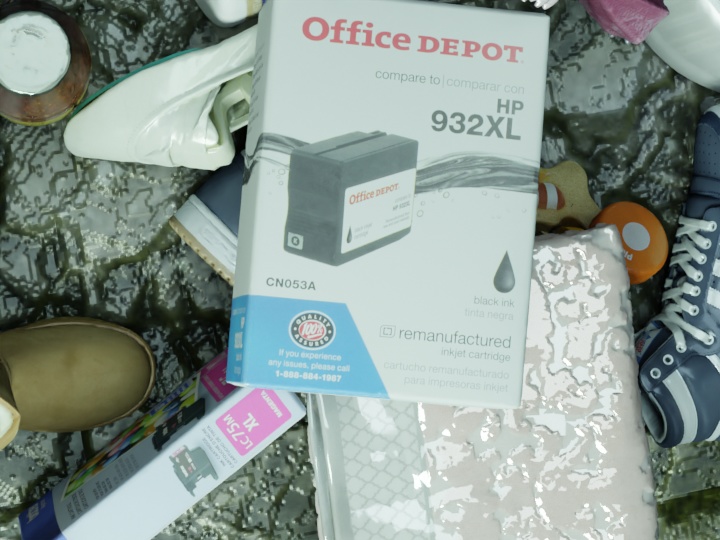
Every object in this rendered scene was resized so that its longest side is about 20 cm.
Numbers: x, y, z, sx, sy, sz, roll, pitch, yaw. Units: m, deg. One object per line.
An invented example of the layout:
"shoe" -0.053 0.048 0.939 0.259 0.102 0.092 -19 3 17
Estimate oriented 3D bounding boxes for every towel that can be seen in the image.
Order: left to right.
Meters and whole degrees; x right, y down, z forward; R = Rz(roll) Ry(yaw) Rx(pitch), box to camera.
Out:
"towel" 0.065 0.087 1.096 0.190 0.032 0.201 -9 98 -8

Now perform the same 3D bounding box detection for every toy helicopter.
"toy helicopter" 0.072 -0.041 1.148 0.132 0.079 0.201 -28 80 -31

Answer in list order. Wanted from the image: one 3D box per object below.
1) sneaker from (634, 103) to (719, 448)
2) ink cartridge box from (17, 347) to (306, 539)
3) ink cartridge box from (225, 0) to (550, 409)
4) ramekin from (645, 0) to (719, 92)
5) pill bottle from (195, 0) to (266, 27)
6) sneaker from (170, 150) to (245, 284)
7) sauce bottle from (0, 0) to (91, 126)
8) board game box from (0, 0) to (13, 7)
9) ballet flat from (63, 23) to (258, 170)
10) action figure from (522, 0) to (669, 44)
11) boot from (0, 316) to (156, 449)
"sneaker" 0.196 0.008 1.180 0.108 0.070 0.201 -12 98 -11
"ink cartridge box" -0.125 0.118 1.106 0.200 0.119 0.042 -41 101 -5
"ink cartridge box" 0.013 -0.035 1.025 0.144 0.084 0.201 5 87 -8
"ramekin" 0.251 -0.201 1.164 0.199 0.098 0.202 0 93 -9
"pill bottle" -0.009 -0.224 1.106 0.199 0.120 0.120 -24 97 -11
"sneaker" 0.000 0.000 1.139 0.200 0.070 0.109 42 88 -6
"sauce bottle" -0.171 -0.109 1.046 0.066 0.200 0.066 0 91 -10
"board game box" -0.186 -0.178 1.077 0.035 0.126 0.200 38 87 -9
"ballet flat" -0.066 -0.094 1.091 0.199 0.069 0.070 -25 97 1
"action figure" 0.103 -0.200 1.023 0.149 0.134 0.200 -56 142 1
"boot" -0.189 0.067 1.052 0.174 0.200 0.067 -4 94 -9
